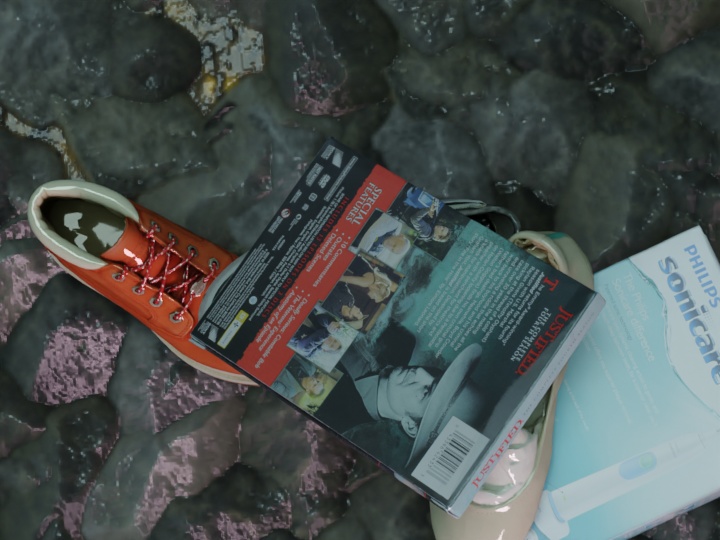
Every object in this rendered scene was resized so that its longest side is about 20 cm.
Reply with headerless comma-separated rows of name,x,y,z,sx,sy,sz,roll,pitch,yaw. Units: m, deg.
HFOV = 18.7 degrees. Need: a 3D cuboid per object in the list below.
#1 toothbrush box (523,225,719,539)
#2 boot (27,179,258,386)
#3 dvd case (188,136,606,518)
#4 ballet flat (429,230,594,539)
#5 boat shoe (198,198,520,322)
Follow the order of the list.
toothbrush box,0.142,0.084,1.293,0.200,0.085,0.147,-26,78,4
boot,-0.115,0.007,1.327,0.200,0.107,0.075,28,84,8
dvd case,0.017,0.028,1.220,0.200,0.022,0.146,31,83,31
ballet flat,0.080,0.071,1.228,0.069,0.069,0.201,13,82,9
boat shoe,0.000,0.000,1.299,0.200,0.064,0.071,-22,94,-17
